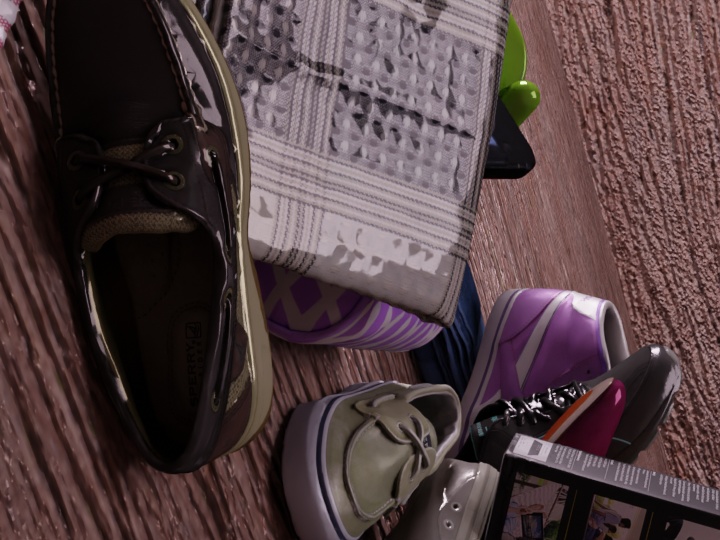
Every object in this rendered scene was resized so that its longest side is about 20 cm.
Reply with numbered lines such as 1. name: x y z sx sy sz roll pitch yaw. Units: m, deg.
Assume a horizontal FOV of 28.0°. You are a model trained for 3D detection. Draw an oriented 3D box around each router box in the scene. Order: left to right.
1. router box: 0.132 0.211 0.817 0.051 0.148 0.202 -28 132 -73

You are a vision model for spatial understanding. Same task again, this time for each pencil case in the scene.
1. pencil case: 0.000 0.000 0.780 0.200 0.083 0.086 11 100 -76

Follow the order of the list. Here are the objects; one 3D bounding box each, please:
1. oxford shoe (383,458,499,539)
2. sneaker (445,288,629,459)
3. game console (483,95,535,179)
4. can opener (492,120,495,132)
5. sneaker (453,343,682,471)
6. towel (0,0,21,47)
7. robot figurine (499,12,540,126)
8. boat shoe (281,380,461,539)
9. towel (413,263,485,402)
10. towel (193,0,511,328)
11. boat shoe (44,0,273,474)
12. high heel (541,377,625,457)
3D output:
1. oxford shoe: 0.028 0.179 0.794 0.201 0.057 0.076 -64 167 -48
2. sneaker: 0.127 0.108 0.998 0.072 0.113 0.202 28 72 -49
3. game console: 0.037 -0.151 0.785 0.199 0.119 0.173 -4 59 -52
4. can opener: 0.055 -0.167 0.740 0.053 0.066 0.202 -3 88 -52
5. sneaker: 0.120 0.112 0.933 0.079 0.200 0.075 46 4 -9
6. towel: -0.149 -0.132 0.456 0.201 0.030 0.147 -86 157 -48
7. robot figurine: 0.065 -0.175 1.126 0.176 0.115 0.200 60 10 17
8. boat shoe: 0.009 0.092 0.776 0.200 0.061 0.073 -40 115 -73
9. towel: 0.069 0.044 1.075 0.112 0.048 0.202 -72 145 -65
10. towel: -0.011 -0.091 0.645 0.199 0.034 0.195 20 77 -37
11. boat shoe: -0.076 -0.022 0.540 0.065 0.072 0.202 -48 123 -79
12. high heel: 0.128 0.162 0.878 0.096 0.201 0.067 35 25 8
